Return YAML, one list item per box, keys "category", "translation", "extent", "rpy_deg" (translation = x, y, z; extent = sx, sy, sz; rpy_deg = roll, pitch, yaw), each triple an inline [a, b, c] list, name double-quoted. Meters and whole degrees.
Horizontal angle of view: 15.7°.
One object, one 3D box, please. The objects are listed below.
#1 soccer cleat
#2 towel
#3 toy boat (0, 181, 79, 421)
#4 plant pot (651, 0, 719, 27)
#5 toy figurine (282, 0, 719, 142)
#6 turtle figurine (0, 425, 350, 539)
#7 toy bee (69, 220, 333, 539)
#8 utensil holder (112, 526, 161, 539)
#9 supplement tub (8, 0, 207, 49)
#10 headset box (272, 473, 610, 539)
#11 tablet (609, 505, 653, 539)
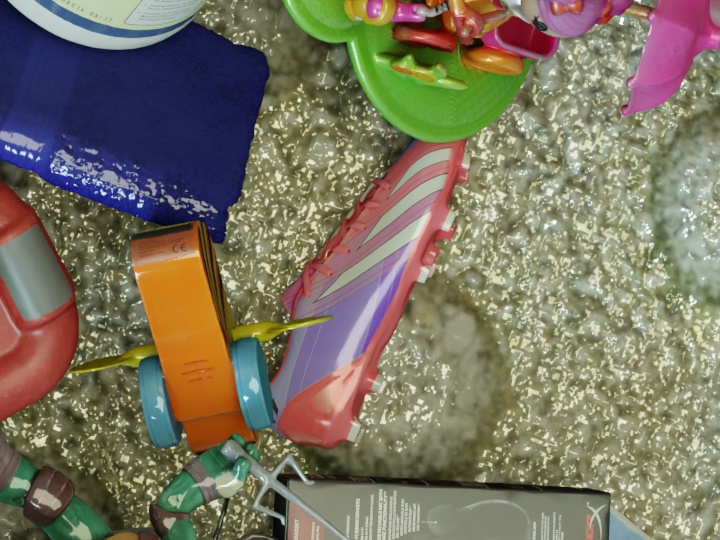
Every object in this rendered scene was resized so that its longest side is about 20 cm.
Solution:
- category: "soccer cleat"
  translation: [0.000, 0.000, 1.423]
  extent: [0.076, 0.067, 0.201]
  rpy_deg: [22, 85, 5]
- category: "towel"
  translation: [-0.153, -0.094, 1.367]
  extent: [0.199, 0.050, 0.148]
  rpy_deg: [20, 44, -8]
- category: "toy boat"
  translation: [-0.231, 0.043, 1.282]
  extent: [0.199, 0.131, 0.131]
  rpy_deg: [-31, 108, -10]
- category: "plant pot"
  translation: [0.222, -0.200, 1.407]
  extent: [0.178, 0.200, 0.201]
  rpy_deg: [21, 86, 5]
- category: "toy figurine"
  translation: [0.088, -0.141, 1.311]
  extent: [0.199, 0.183, 0.151]
  rpy_deg: [16, 84, -43]
- category: "turtle figurine"
  translation: [-0.102, 0.143, 1.231]
  extent: [0.199, 0.150, 0.101]
  rpy_deg: [22, 120, -16]
- category: "toy bee"
  translation: [-0.086, 0.056, 1.351]
  extent: [0.130, 0.109, 0.201]
  rpy_deg: [8, 114, -6]
- category: "utensil holder"
  translation: [-0.154, 0.247, 1.340]
  extent: [0.169, 0.170, 0.202]
  rpy_deg: [-12, 92, -11]
- category: "supplement tub"
  translation: [-0.101, -0.219, 1.311]
  extent: [0.144, 0.200, 0.146]
  rpy_deg: [17, 55, -25]
- category: "headset box"
  translation: [0.030, 0.188, 1.413]
  extent: [0.198, 0.075, 0.150]
  rpy_deg: [2, 87, -7]
- category: "tablet"
  translation: [0.119, 0.242, 1.471]
  extent: [0.130, 0.014, 0.200]
  rpy_deg: [39, 83, -8]
